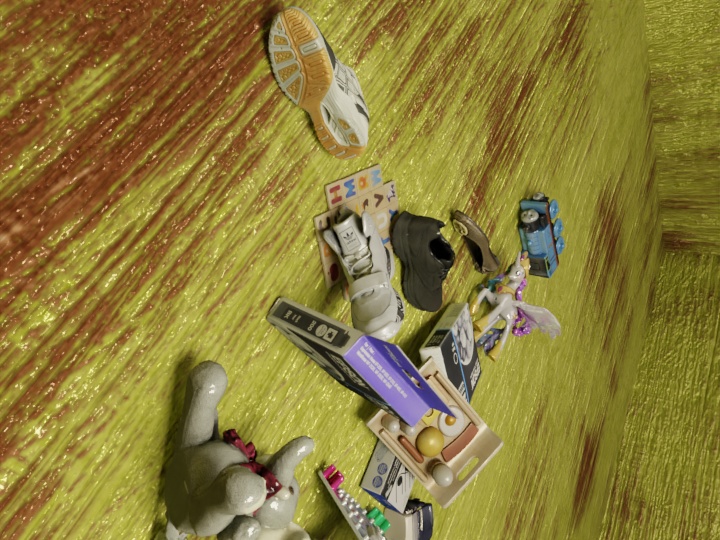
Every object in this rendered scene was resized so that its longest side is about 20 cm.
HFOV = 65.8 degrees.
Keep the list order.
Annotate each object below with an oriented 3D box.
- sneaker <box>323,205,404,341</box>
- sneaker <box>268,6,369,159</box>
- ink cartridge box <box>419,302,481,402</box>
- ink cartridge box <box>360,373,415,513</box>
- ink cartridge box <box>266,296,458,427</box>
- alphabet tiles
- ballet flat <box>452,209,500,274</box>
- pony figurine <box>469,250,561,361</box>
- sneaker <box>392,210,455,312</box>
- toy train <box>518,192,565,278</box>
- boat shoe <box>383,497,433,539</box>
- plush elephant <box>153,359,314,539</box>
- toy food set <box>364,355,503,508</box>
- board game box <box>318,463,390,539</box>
[{"bbox_3d":[0.000,0.000,0.721,0.116,0.074,0.202,58,17,-30],"label":"sneaker"},{"bbox_3d":[-0.047,-0.239,0.696,0.202,0.074,0.089,60,34,-42],"label":"sneaker"},{"bbox_3d":[0.172,0.189,0.993,0.198,0.042,0.205,-39,119,-60],"label":"ink cartridge box"},{"bbox_3d":[0.074,0.286,0.934,0.094,0.043,0.203,53,53,-43],"label":"ink cartridge box"},{"bbox_3d":[0.004,0.123,0.691,0.044,0.197,0.199,-56,135,-18],"label":"ink cartridge box"},{"bbox_3d":[0.004,-0.059,0.826,0.199,0.006,0.171,-32,120,-47],"label":"alphabet tiles"},{"bbox_3d":[0.223,-0.048,1.087,0.046,0.068,0.200,-43,140,2],"label":"ballet flat"},{"bbox_3d":[0.308,0.084,1.156,0.200,0.165,0.195,-46,129,-17],"label":"pony figurine"},{"bbox_3d":[0.114,-0.004,0.909,0.077,0.089,0.203,-58,142,-35],"label":"sneaker"},{"bbox_3d":[0.433,-0.084,1.339,0.115,0.085,0.203,-47,130,-31],"label":"toy train"},{"bbox_3d":[0.084,0.493,0.950,0.091,0.073,0.206,6,89,-45],"label":"boat shoe"},{"bbox_3d":[-0.116,0.224,0.585,0.152,0.165,0.203,10,116,-39],"label":"plush elephant"},{"bbox_3d":[0.116,0.249,0.857,0.143,0.060,0.201,-43,107,-7],"label":"toy food set"},{"bbox_3d":[0.036,0.381,0.774,0.026,0.200,0.201,-39,132,-8],"label":"board game box"}]
